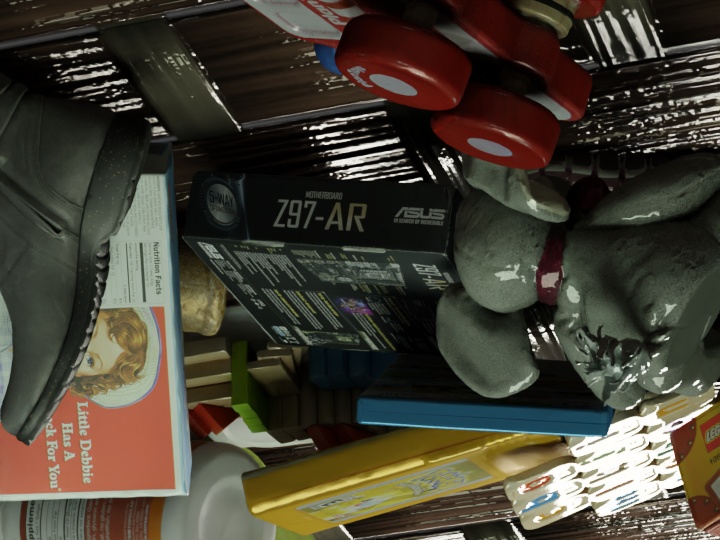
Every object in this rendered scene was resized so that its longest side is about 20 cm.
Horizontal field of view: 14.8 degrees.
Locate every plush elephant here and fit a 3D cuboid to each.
[{"bbox_3d":[0.121,-0.006,1.524,0.155,0.200,0.165,31,122,21],"label":"plush elephant"}]

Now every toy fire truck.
[{"bbox_3d":[0.021,-0.132,1.422,0.168,0.112,0.200,10,166,40],"label":"toy fire truck"}]

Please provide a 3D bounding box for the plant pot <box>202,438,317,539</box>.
[{"bbox_3d":[-0.102,0.223,2.013,0.200,0.200,0.190,-6,140,8],"label":"plant pot"}]

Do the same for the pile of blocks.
[{"bbox_3d":[-0.031,0.085,1.797,0.200,0.062,0.082,2,152,-8],"label":"pile of blocks"}]

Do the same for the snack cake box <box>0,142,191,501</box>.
[{"bbox_3d":[-0.161,0.030,1.615,0.115,0.067,0.200,-2,108,-1],"label":"snack cake box"}]

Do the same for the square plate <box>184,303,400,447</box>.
[{"bbox_3d":[-0.029,0.072,1.870,0.200,0.028,0.198,-7,151,10],"label":"square plate"}]

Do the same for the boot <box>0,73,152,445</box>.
[{"bbox_3d":[-0.203,-0.013,1.538,0.132,0.200,0.070,17,-174,-3],"label":"boot"}]

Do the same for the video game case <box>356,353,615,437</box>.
[{"bbox_3d":[0.082,0.073,1.655,0.143,0.018,0.200,3,-174,8],"label":"video game case"}]

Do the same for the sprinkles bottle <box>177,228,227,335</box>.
[{"bbox_3d":[-0.183,0.001,1.682,0.200,0.068,0.068,3,152,-11],"label":"sprinkles bottle"}]

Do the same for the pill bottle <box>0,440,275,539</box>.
[{"bbox_3d":[-0.165,0.168,1.856,0.200,0.112,0.112,-1,157,36],"label":"pill bottle"}]

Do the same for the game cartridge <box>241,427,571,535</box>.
[{"bbox_3d":[0.037,0.129,1.808,0.200,0.032,0.176,-14,168,8],"label":"game cartridge"}]

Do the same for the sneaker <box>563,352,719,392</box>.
[{"bbox_3d":[0.207,0.066,1.821,0.114,0.076,0.199,-4,148,18],"label":"sneaker"}]

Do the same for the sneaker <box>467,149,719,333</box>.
[{"bbox_3d":[0.161,-0.007,1.634,0.200,0.116,0.076,-5,152,6],"label":"sneaker"}]

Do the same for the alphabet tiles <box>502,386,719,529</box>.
[{"bbox_3d":[0.188,0.114,1.809,0.196,0.015,0.200,-23,159,2],"label":"alphabet tiles"}]

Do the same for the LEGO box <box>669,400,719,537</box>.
[{"bbox_3d":[0.321,0.103,1.743,0.149,0.077,0.200,22,133,-40],"label":"LEGO box"}]

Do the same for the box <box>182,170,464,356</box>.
[{"bbox_3d":[0.000,0.000,1.659,0.160,0.044,0.200,3,161,17],"label":"box"}]
